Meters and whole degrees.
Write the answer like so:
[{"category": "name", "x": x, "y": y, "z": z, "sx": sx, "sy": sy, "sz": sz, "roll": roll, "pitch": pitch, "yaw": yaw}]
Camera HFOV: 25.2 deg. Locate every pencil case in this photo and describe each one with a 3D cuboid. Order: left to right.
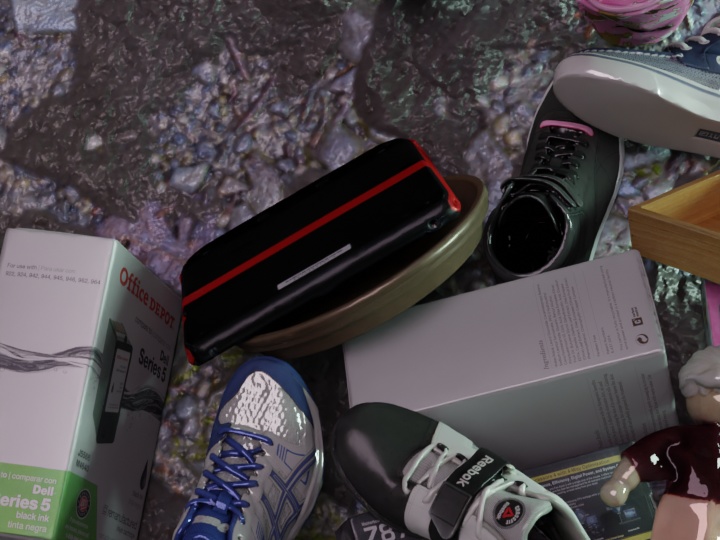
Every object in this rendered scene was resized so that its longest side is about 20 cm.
[{"category": "pencil case", "x": 0.180, "y": -0.197, "z": 1.069, "sx": 0.086, "sy": 0.200, "sz": 0.083, "roll": 26, "pitch": 97, "yaw": 11}]

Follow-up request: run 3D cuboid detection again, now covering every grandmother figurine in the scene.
[{"category": "grandmother figurine", "x": 0.203, "y": 0.139, "z": 0.967, "sx": 0.120, "sy": 0.061, "sz": 0.202, "roll": 17, "pitch": 74, "yaw": -11}]

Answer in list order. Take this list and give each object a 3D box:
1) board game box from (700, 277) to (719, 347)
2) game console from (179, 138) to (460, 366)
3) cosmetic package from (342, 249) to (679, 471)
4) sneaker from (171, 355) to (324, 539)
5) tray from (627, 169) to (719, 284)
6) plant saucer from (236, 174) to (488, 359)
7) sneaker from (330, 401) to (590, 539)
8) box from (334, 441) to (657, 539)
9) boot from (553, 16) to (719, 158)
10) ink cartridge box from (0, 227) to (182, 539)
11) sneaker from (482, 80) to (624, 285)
[{"category": "board game box", "x": 0.299, "y": 0.090, "z": 1.018, "sx": 0.146, "sy": 0.064, "sz": 0.202, "roll": -7, "pitch": 69, "yaw": 10}, {"category": "game console", "x": -0.032, "y": -0.015, "z": 1.083, "sx": 0.199, "sy": 0.177, "sz": 0.031, "roll": -30, "pitch": 111, "yaw": 3}, {"category": "cosmetic package", "x": 0.097, "y": 0.070, "z": 1.040, "sx": 0.198, "sy": 0.108, "sz": 0.085, "roll": -13, "pitch": 53, "yaw": 8}, {"category": "sneaker", "x": -0.073, "y": 0.149, "z": 0.984, "sx": 0.075, "sy": 0.088, "sz": 0.202, "roll": 5, "pitch": 78, "yaw": 16}, {"category": "tray", "x": 0.267, "y": -0.017, "z": 0.996, "sx": 0.098, "sy": 0.037, "sz": 0.200, "roll": -21, "pitch": 25, "yaw": -24}, {"category": "plant saucer", "x": 0.000, "y": 0.000, "z": 1.068, "sx": 0.199, "sy": 0.200, "sz": 0.030, "roll": -29, "pitch": 105, "yaw": 2}, {"category": "sneaker", "x": 0.073, "y": 0.136, "z": 0.936, "sx": 0.199, "sy": 0.089, "sz": 0.074, "roll": 36, "pitch": 66, "yaw": 5}, {"category": "box", "x": 0.101, "y": 0.207, "z": 0.986, "sx": 0.198, "sy": 0.049, "sz": 0.163, "roll": -13, "pitch": 75, "yaw": -18}, {"category": "boot", "x": 0.228, "y": -0.132, "z": 1.088, "sx": 0.198, "sy": 0.073, "sz": 0.091, "roll": 16, "pitch": 68, "yaw": -10}, {"category": "ink cartridge box", "x": -0.195, "y": 0.089, "z": 1.086, "sx": 0.083, "sy": 0.146, "sz": 0.202, "roll": 6, "pitch": 74, "yaw": 14}, {"category": "sneaker", "x": 0.133, "y": -0.061, "z": 1.086, "sx": 0.070, "sy": 0.099, "sz": 0.202, "roll": 9, "pitch": 73, "yaw": 17}]
